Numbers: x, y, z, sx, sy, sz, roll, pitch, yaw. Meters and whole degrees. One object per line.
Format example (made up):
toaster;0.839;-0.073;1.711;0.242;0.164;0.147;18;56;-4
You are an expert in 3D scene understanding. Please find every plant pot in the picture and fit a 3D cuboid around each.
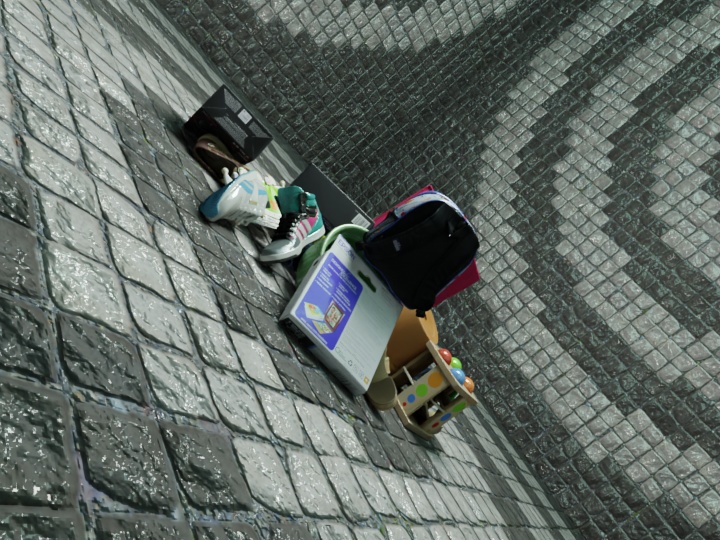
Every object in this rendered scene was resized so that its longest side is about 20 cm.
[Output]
plant pot;0.085;0.125;1.198;0.201;0.139;0.201;54;23;-35

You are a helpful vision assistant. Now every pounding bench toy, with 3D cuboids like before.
pounding bench toy;0.171;0.268;1.165;0.200;0.156;0.125;44;11;-47

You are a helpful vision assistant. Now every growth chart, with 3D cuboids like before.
growth chart;-0.207;-0.147;1.102;0.199;0.018;0.146;3;63;-58

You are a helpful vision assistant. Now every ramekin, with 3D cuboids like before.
ramekin;-0.030;0.020;1.047;0.199;0.097;0.202;17;64;-39

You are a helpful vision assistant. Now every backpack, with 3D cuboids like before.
backpack;0.119;-0.048;1.004;0.200;0.190;0.155;49;19;-21

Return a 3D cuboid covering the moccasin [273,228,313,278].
moccasin;-0.140;-0.037;1.150;0.068;0.081;0.200;38;0;-43

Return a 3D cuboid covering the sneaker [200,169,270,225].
sneaker;-0.213;-0.121;0.952;0.081;0.076;0.200;59;20;-13

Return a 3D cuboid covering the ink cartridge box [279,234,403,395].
ink cartridge box;-0.024;0.074;0.931;0.198;0.043;0.201;48;47;-21

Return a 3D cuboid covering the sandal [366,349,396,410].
sandal;0.024;0.200;1.045;0.213;0.077;0.070;-109;-169;-52

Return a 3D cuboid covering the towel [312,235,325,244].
towel;-0.134;-0.082;1.237;0.018;0.087;0.200;3;29;-36

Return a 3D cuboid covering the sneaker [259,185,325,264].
sneaker;-0.137;-0.097;1.026;0.200;0.083;0.122;-47;129;-57

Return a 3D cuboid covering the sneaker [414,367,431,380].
sneaker;0.115;0.241;1.391;0.200;0.076;0.077;49;-15;-21

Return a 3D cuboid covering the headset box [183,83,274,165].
headset box;-0.297;-0.307;1.183;0.149;0.077;0.199;46;-21;-24

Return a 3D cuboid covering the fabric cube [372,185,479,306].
fabric cube;0.158;-0.046;1.329;0.197;0.199;0.200;61;2;34

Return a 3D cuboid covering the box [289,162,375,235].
box;-0.069;-0.133;1.247;0.200;0.079;0.141;44;-11;5

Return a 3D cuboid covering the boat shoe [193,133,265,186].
boat shoe;-0.270;-0.198;1.128;0.200;0.072;0.072;47;19;-22
